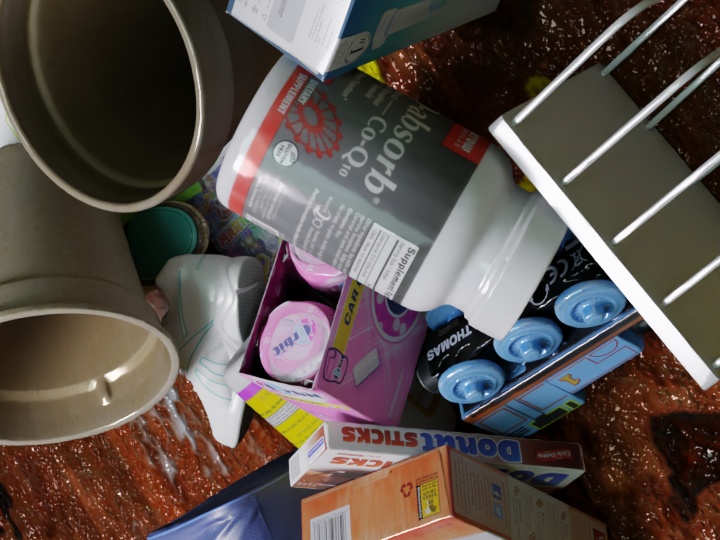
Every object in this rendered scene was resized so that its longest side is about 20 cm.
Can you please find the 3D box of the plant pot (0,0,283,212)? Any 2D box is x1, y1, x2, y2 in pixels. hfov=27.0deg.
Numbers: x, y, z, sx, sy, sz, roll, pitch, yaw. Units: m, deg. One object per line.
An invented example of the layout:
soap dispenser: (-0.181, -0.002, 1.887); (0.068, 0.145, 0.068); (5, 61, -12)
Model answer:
plant pot: (-0.136, -0.163, 1.086); (0.200, 0.173, 0.200); (17, 121, 31)

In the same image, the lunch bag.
lunch bag: (-0.062, 0.228, 1.193); (0.136, 0.200, 0.132); (-28, 89, 45)

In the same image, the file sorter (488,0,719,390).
file sorter: (0.208, -0.063, 0.896); (0.200, 0.139, 0.125); (51, 129, 7)

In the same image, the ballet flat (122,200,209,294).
ballet flat: (-0.178, -0.012, 1.265); (0.200, 0.065, 0.071); (-17, 76, 42)

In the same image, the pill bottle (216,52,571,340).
pill bottle: (0.022, -0.046, 0.927); (0.200, 0.116, 0.116); (29, 127, 2)

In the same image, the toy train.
toy train: (0.131, 0.036, 1.019); (0.200, 0.114, 0.087); (-37, 45, 32)

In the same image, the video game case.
video game case: (-0.048, -0.018, 1.191); (0.200, 0.018, 0.143); (54, 132, 5)

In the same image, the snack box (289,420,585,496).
snack box: (0.055, 0.138, 1.064); (0.072, 0.200, 0.024); (129, 143, -52)

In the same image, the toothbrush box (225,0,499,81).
toothbrush box: (0.028, -0.218, 0.918); (0.085, 0.200, 0.147); (38, 130, 20)

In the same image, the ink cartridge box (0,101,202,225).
ink cartridge box: (-0.236, -0.120, 1.238); (0.148, 0.076, 0.200); (-28, 89, 45)

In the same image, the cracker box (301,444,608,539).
cracker box: (0.072, 0.198, 1.080); (0.134, 0.200, 0.058); (-26, 52, 33)

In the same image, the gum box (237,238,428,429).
gum box: (0.000, 0.000, 1.040); (0.066, 0.113, 0.200); (8, 73, 33)

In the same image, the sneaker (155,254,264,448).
sneaker: (-0.120, 0.061, 1.226); (0.080, 0.070, 0.201); (11, 131, 13)

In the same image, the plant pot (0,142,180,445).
plant pot: (-0.254, 0.009, 1.176); (0.200, 0.200, 0.184); (-47, 46, 41)

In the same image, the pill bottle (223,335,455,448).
pill bottle: (0.000, 0.108, 1.143); (0.200, 0.104, 0.104); (42, 132, -6)
